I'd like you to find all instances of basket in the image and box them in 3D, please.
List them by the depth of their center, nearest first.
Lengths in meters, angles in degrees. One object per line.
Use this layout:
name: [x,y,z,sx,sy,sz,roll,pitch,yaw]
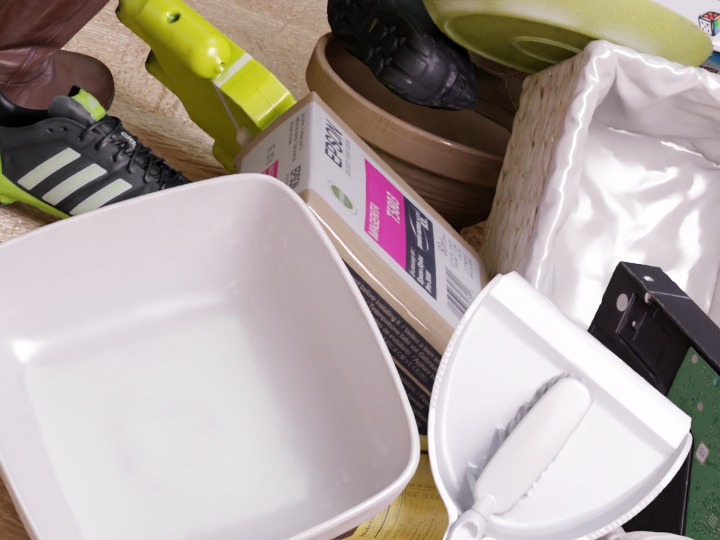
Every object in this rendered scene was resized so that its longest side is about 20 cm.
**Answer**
basket: [0.191,-0.022,1.570,0.199,0.199,0.161,16,-3,-12]

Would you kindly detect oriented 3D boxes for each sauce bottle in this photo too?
sauce bottle: [-0.008,0.113,1.296,0.199,0.066,0.066,10,25,-28]

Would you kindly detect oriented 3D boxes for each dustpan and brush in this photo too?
dustpan and brush: [0.070,0.113,1.263,0.139,0.200,0.057,39,-9,-1]

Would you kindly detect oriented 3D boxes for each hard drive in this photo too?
hard drive: [0.180,0.103,1.397,0.038,0.140,0.200,9,25,-30]

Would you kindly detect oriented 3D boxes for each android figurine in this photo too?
android figurine: [-0.085,-0.109,1.629,0.200,0.041,0.182,43,-12,32]

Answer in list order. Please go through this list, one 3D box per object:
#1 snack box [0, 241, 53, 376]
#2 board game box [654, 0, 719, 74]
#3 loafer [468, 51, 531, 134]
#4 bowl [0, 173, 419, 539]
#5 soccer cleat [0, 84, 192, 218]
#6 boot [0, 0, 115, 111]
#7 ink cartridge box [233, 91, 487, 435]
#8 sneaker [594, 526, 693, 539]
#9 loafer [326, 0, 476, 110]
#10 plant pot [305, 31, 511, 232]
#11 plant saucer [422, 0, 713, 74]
snack box: [-0.139,0.047,1.337,0.199,0.053,0.142,12,25,-26]
board game box: [0.155,-0.174,1.645,0.199,0.035,0.126,17,-8,-2]
loafer: [0.122,-0.131,1.727,0.076,0.068,0.200,-1,32,-45]
bowl: [-0.088,0.066,1.201,0.199,0.075,0.201,-18,63,-18]
soccer cleat: [-0.159,-0.064,1.501,0.199,0.081,0.068,18,19,9]
boot: [-0.181,-0.159,1.568,0.186,0.200,0.064,-17,70,-49]
ink cartridge box: [0.000,0.000,1.471,0.165,0.075,0.200,45,17,-17]
sneaker: [0.153,0.171,1.283,0.081,0.089,0.200,9,25,-30]
loafer: [0.028,-0.165,1.729,0.070,0.068,0.201,30,15,-29]
plant pot: [0.046,-0.089,1.770,0.200,0.093,0.201,18,23,-8]
plant saucer: [0.127,-0.153,1.584,0.199,0.031,0.200,15,-6,2]
